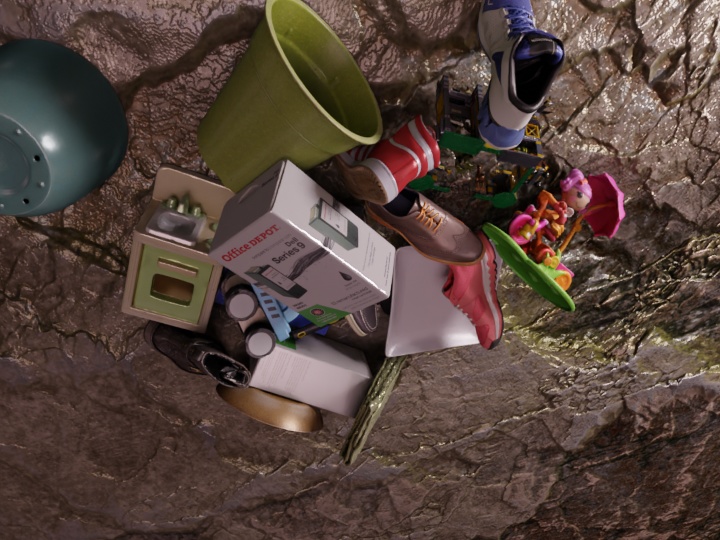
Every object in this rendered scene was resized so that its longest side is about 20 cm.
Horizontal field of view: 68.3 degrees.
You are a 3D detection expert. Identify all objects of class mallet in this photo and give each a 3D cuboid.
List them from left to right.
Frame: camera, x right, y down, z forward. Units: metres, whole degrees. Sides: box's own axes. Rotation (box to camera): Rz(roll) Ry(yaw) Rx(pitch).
[{"bbox_3d":[-0.023,0.061,0.877,0.195,0.041,0.067,-17,123,-9],"label":"mallet"}]

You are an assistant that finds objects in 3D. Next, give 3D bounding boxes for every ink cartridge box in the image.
[{"bbox_3d":[-0.073,-0.025,0.682,0.144,0.086,0.198,-25,132,39],"label":"ink cartridge box"}]

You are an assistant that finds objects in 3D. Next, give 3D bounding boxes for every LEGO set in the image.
[{"bbox_3d":[0.160,-0.184,0.744,0.194,0.119,0.155,6,151,-4],"label":"LEGO set"}]

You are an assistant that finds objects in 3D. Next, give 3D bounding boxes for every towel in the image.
[{"bbox_3d":[0.025,0.228,0.918,0.036,0.200,0.151,26,120,7],"label":"towel"}]

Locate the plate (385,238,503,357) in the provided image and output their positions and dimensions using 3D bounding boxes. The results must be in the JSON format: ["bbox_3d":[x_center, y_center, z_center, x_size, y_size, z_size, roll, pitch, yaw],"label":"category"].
[{"bbox_3d":[0.134,0.041,0.880,0.194,0.032,0.205,-5,119,-17],"label":"plate"}]

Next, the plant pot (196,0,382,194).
[{"bbox_3d":[-0.103,-0.194,0.667,0.188,0.203,0.200,-31,120,30],"label":"plant pot"}]

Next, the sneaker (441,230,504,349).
[{"bbox_3d":[0.172,0.038,0.843,0.084,0.074,0.205,-14,114,0],"label":"sneaker"}]

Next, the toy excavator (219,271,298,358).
[{"bbox_3d":[-0.119,-0.001,0.803,0.196,0.100,0.198,-27,113,-12],"label":"toy excavator"}]

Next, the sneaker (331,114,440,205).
[{"bbox_3d":[0.033,-0.150,0.699,0.111,0.200,0.072,-35,118,-8],"label":"sneaker"}]

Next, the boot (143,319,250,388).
[{"bbox_3d":[-0.235,0.147,0.837,0.071,0.171,0.200,-63,146,-13],"label":"boot"}]

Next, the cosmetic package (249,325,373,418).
[{"bbox_3d":[-0.087,0.166,0.912,0.196,0.108,0.087,20,103,-18],"label":"cosmetic package"}]

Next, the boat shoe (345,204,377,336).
[{"bbox_3d":[0.000,0.000,0.810,0.063,0.072,0.206,-9,97,25],"label":"boat shoe"}]

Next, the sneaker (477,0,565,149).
[{"bbox_3d":[0.193,-0.259,0.625,0.078,0.115,0.206,5,79,-10],"label":"sneaker"}]

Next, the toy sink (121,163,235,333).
[{"bbox_3d":[-0.262,-0.028,0.782,0.127,0.113,0.203,17,119,-15],"label":"toy sink"}]

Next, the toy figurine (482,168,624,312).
[{"bbox_3d":[0.301,-0.073,0.789,0.199,0.150,0.185,40,93,-27],"label":"toy figurine"}]

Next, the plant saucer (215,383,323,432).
[{"bbox_3d":[-0.149,0.216,0.913,0.196,0.200,0.036,22,89,-16],"label":"plant saucer"}]

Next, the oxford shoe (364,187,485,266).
[{"bbox_3d":[0.091,-0.067,0.763,0.196,0.073,0.073,27,83,6],"label":"oxford shoe"}]

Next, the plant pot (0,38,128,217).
[{"bbox_3d":[-0.415,-0.163,0.659,0.194,0.162,0.205,-2,122,-3],"label":"plant pot"}]

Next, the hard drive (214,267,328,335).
[{"bbox_3d":[-0.128,0.024,0.876,0.195,0.026,0.134,18,119,-15],"label":"hard drive"}]
